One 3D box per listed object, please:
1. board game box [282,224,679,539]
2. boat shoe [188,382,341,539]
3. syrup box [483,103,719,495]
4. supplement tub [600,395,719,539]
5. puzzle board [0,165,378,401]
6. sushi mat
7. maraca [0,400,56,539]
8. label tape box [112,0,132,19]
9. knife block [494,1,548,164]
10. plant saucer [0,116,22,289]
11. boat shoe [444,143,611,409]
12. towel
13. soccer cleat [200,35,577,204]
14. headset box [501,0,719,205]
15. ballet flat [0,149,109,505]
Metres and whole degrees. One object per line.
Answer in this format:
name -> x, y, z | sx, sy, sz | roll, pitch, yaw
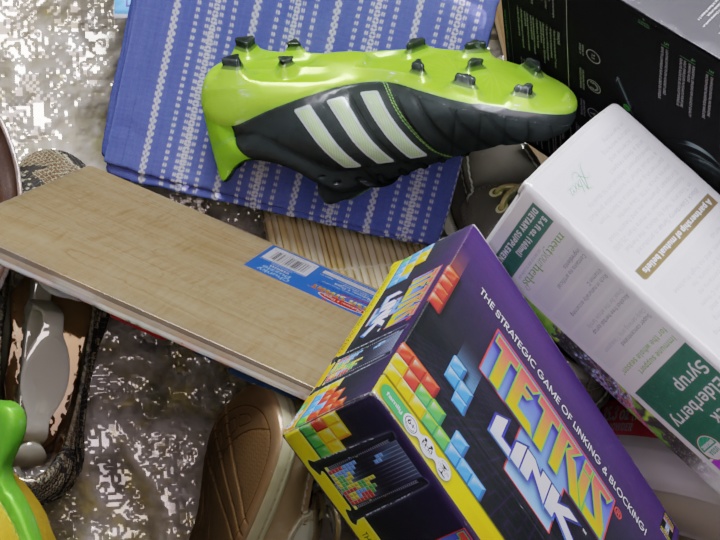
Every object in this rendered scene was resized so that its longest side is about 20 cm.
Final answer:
board game box -> 0.066, 0.102, 0.756 | 0.200, 0.057, 0.165 | 55, 32, -13
boat shoe -> -0.046, 0.127, 0.818 | 0.062, 0.201, 0.074 | 0, 50, -18
syrup box -> 0.161, 0.023, 0.791 | 0.200, 0.079, 0.081 | 44, 58, 9
supplement tub -> 0.214, 0.045, 0.912 | 0.140, 0.140, 0.201 | 20, 74, -7
puzzle board -> -0.084, 0.005, 0.814 | 0.199, 0.151, 0.017 | 24, 110, 10
sushi mat -> 0.000, 0.000, 0.892 | 0.095, 0.012, 0.201 | -5, 50, -13
maraca -> -0.206, 0.135, 0.799 | 0.136, 0.107, 0.202 | 3, 101, 27
label tape box -> -0.041, -0.197, 0.952 | 0.198, 0.066, 0.144 | 3, 77, -7
knife block -> 0.105, -0.186, 0.965 | 0.175, 0.064, 0.201 | 33, 73, -15
plant saucer -> -0.275, -0.028, 0.859 | 0.199, 0.035, 0.202 | 0, 76, 1
boat shoe -> 0.093, -0.012, 0.884 | 0.072, 0.060, 0.203 | -4, 57, -17
towel -> -0.036, -0.102, 0.887 | 0.199, 0.024, 0.146 | 13, 102, 3
soccer cleat -> 0.014, -0.076, 0.843 | 0.199, 0.068, 0.082 | 5, 119, 15
headset box -> 0.173, -0.097, 0.809 | 0.200, 0.174, 0.093 | 37, 71, 28
ballet flat -> -0.165, 0.024, 0.866 | 0.067, 0.075, 0.201 | 5, 76, -11
